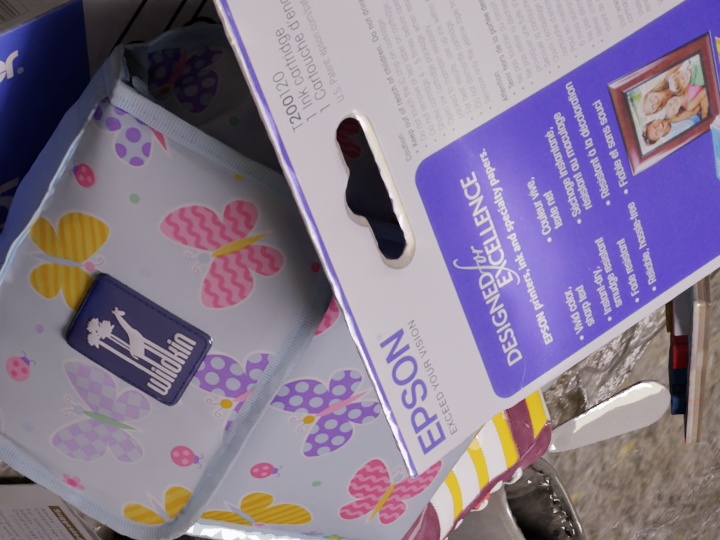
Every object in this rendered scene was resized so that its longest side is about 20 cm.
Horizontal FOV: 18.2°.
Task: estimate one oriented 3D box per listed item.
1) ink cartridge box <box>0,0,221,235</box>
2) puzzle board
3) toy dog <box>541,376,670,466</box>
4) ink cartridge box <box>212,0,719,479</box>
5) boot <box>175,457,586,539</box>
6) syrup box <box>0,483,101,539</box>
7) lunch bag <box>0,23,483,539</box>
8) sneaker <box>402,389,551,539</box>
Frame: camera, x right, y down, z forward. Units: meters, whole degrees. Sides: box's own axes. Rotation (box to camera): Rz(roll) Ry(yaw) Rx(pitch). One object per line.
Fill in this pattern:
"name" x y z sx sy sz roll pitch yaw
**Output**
"ink cartridge box" -0.102 -0.078 0.823 0.200 0.044 0.094 -30 144 -26
"puzzle board" 0.160 -0.015 1.121 0.017 0.151 0.200 -3 157 5
"toy dog" 0.097 0.027 1.115 0.096 0.132 0.200 -21 144 -56
"ink cartridge box" 0.051 -0.066 0.744 0.200 0.043 0.199 -33 118 -23
"boot" 0.014 0.143 1.093 0.199 0.073 0.182 -17 155 17
"syrup box" -0.194 0.144 0.925 0.200 0.081 0.079 3 125 -53
"lunch bag" -0.041 0.013 0.832 0.200 0.127 0.170 16 123 -32
"sneaker" 0.035 0.086 0.958 0.090 0.075 0.201 14 100 -30
